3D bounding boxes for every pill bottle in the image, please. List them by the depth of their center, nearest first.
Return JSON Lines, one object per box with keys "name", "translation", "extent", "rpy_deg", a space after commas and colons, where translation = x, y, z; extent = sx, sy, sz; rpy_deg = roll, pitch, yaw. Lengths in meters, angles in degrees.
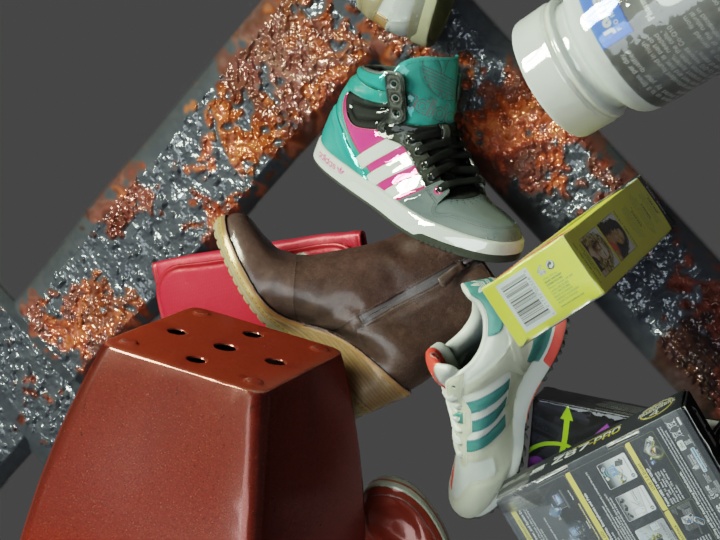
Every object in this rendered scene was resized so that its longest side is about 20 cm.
{"name": "pill bottle", "translation": [0.210, -0.179, 1.155], "extent": [0.200, 0.114, 0.114], "rpy_deg": [-31, 88, 27]}

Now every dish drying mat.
{"name": "dish drying mat", "translation": [-0.081, 0.017, 1.391], "extent": [0.200, 0.018, 0.077], "rpy_deg": [-8, 100, 26]}

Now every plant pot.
{"name": "plant pot", "translation": [-0.110, 0.137, 1.257], "extent": [0.200, 0.200, 0.176], "rpy_deg": [16, 107, 22]}

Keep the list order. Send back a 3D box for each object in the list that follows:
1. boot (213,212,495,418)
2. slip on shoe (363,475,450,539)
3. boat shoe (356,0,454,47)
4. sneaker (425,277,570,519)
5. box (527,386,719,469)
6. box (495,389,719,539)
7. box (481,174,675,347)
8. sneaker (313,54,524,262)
{"name": "boot", "translation": [0.000, 0.000, 1.317], "extent": [0.166, 0.072, 0.200], "rpy_deg": [-37, 87, 6]}
{"name": "slip on shoe", "translation": [0.038, 0.264, 1.371], "extent": [0.074, 0.061, 0.200], "rpy_deg": [-5, 99, 28]}
{"name": "boat shoe", "translation": [0.048, -0.265, 1.232], "extent": [0.068, 0.075, 0.200], "rpy_deg": [22, 112, 13]}
{"name": "sneaker", "translation": [0.083, 0.093, 1.279], "extent": [0.093, 0.070, 0.200], "rpy_deg": [10, 112, -21]}
{"name": "box", "translation": [0.195, 0.199, 1.296], "extent": [0.143, 0.036, 0.200], "rpy_deg": [9, 107, 23]}
{"name": "box", "translation": [0.218, 0.210, 1.239], "extent": [0.161, 0.049, 0.200], "rpy_deg": [-31, 94, 18]}
{"name": "box", "translation": [0.154, -0.010, 1.172], "extent": [0.075, 0.200, 0.050], "rpy_deg": [-35, 89, 29]}
{"name": "sneaker", "translation": [0.055, -0.097, 1.253], "extent": [0.200, 0.084, 0.121], "rpy_deg": [34, 119, 33]}
